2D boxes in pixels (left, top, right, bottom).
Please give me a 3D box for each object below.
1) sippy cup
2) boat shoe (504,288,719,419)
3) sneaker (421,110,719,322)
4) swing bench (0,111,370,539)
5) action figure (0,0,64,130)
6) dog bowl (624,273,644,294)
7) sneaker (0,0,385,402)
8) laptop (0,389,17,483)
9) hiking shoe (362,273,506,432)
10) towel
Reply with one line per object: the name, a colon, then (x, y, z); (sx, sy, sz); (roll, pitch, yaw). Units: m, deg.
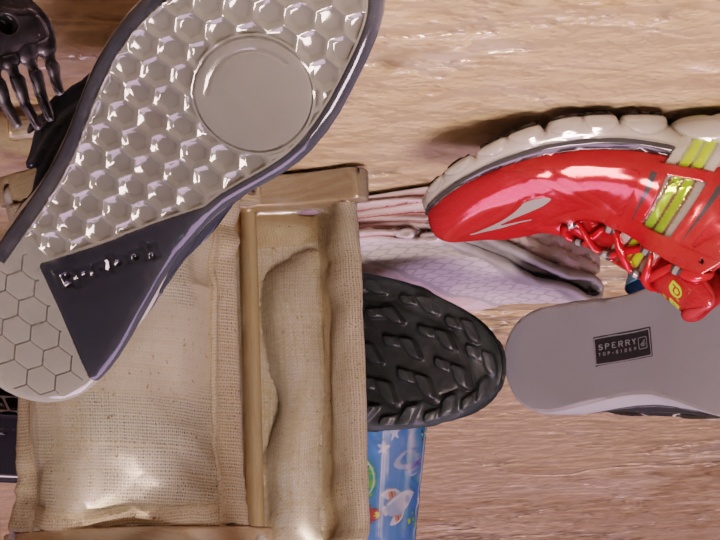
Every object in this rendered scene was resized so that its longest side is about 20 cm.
sippy cup: (-0.018, 0.116, 1.830); (0.177, 0.131, 0.139); (5, 166, -34)
boat shoe: (0.153, 0.035, 1.366); (0.056, 0.069, 0.199); (4, 174, -43)
sneaker: (0.125, -0.020, 1.259); (0.199, 0.085, 0.077); (-3, 169, 5)
swing bench: (-0.075, 0.042, 1.241); (0.129, 0.200, 0.200); (-5, 168, 13)
action figure: (-0.186, -0.046, 1.022); (0.118, 0.103, 0.200); (3, 165, -32)
dog bowl: (0.208, -0.013, 1.415); (0.199, 0.050, 0.111); (9, 164, -44)
sneaker: (-0.056, -0.062, 1.045); (0.202, 0.077, 0.146); (-47, -172, 26)
laptop: (-0.175, 0.049, 1.535); (0.187, 0.200, 0.116); (6, 128, -37)
hiking shoe: (-0.013, 0.039, 1.453); (0.199, 0.075, 0.087); (3, 178, 28)
towel: (0.000, 0.000, 1.488); (0.190, 0.032, 0.200); (-7, 167, 26)
